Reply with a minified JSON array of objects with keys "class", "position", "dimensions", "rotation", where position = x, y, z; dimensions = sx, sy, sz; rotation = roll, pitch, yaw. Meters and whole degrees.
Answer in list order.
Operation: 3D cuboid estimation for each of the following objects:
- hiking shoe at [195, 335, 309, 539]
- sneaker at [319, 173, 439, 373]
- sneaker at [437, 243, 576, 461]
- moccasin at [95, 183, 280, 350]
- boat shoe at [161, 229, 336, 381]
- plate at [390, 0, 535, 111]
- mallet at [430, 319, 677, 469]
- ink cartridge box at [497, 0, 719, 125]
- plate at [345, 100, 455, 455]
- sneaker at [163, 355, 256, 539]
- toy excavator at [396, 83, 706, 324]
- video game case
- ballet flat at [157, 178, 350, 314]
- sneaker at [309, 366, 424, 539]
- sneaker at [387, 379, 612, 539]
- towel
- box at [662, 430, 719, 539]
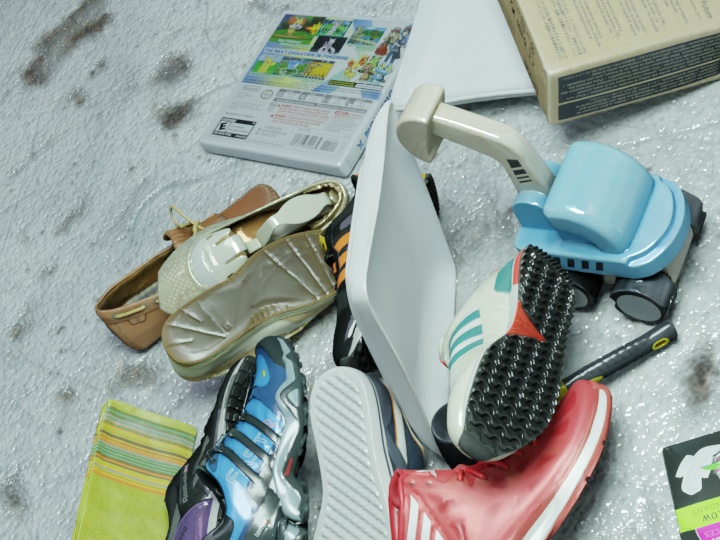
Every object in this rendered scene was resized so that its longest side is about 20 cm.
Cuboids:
[{"class":"hiking shoe","position":[-0.083,0.135,1.098],"dimensions":[0.086,0.075,0.201],"rotation":[1,54,-4]},{"class":"sneaker","position":[0.000,0.000,1.209],"dimensions":[0.089,0.070,0.201],"rotation":[9,58,22]},{"class":"sneaker","position":[0.093,0.071,1.033],"dimensions":[0.093,0.070,0.200],"rotation":[-37,20,42]},{"class":"moccasin","position":[-0.159,-0.013,1.330],"dimensions":[0.201,0.078,0.074],"rotation":[-34,44,5]},{"class":"boat shoe","position":[-0.083,0.031,1.246],"dimensions":[0.199,0.067,0.074],"rotation":[-27,66,-18]},{"class":"plate","position":[0.139,-0.228,1.330],"dimensions":[0.199,0.032,0.201],"rotation":[-4,54,30]},{"class":"mallet","position":[0.149,0.098,1.076],"dimensions":[0.199,0.066,0.041],"rotation":[-24,47,-5]},{"class":"ink cartridge box","position":[0.207,-0.238,1.223],"dimensions":[0.164,0.075,0.201],"rotation":[-15,56,-2]},{"class":"plate","position":[0.031,0.008,1.090],"dimensions":[0.032,0.201,0.201],"rotation":[-9,46,17]},{"class":"sneaker","position":[-0.124,0.162,1.173],"dimensions":[0.087,0.076,0.201],"rotation":[-15,49,31]},{"class":"toy excavator","position":[0.145,-0.064,1.084],"dimensions":[0.193,0.200,0.100],"rotation":[9,60,37]},{"class":"video game case","position":[-0.047,-0.183,1.435],"dimensions":[0.199,0.022,0.183],"rotation":[13,64,40]},{"class":"ballet flat","position":[-0.097,-0.029,1.272],"dimensions":[0.199,0.062,0.068],"rotation":[-31,81,-16]},{"class":"sneaker","position":[0.011,0.176,1.076],"dimensions":[0.078,0.079,0.202],"rotation":[-11,72,31]},{"class":"sneaker","position":[0.091,0.143,1.006],"dimensions":[0.115,0.078,0.201],"rotation":[31,70,1]},{"class":"towel","position":[-0.190,0.202,1.178],"dimensions":[0.018,0.085,0.201],"rotation":[122,160,-47]},{"class":"box","position":[0.280,0.195,0.840],"dimensions":[0.148,0.124,0.201],"rotation":[-20,48,19]}]
